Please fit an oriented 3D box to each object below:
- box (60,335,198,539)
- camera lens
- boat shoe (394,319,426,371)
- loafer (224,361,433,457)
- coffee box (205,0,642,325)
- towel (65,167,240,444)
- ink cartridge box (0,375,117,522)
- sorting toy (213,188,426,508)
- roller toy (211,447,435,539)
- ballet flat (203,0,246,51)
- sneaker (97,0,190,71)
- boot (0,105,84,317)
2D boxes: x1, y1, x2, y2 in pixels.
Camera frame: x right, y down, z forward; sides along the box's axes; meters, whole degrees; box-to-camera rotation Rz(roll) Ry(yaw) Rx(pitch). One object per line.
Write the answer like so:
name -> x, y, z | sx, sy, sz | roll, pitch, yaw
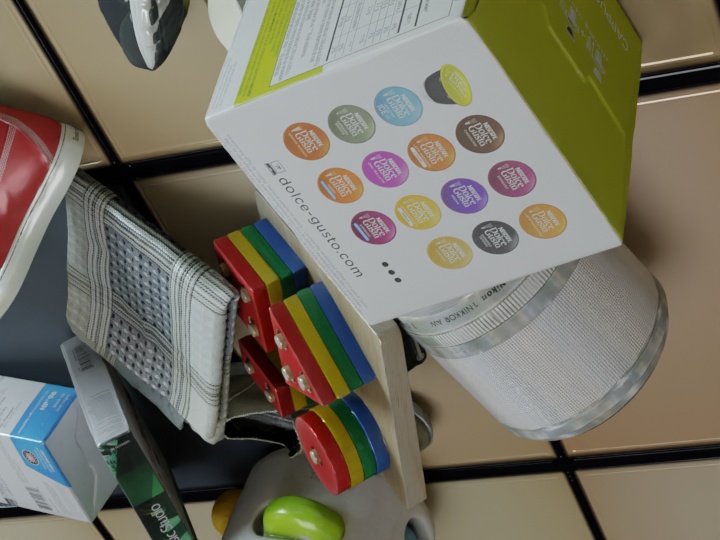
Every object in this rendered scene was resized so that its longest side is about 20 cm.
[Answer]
box -> -0.197, 0.167, 1.611 | 0.036, 0.145, 0.201 | -27, 130, -3
camera lens -> 0.117, 0.015, 1.343 | 0.159, 0.160, 0.200 | -25, 124, 35
boat shoe -> 0.000, 0.000, 1.438 | 0.060, 0.076, 0.201 | -25, 124, -12
loafer -> -0.037, 0.137, 1.582 | 0.199, 0.070, 0.075 | 9, 137, 7
coffee box -> 0.051, -0.123, 1.188 | 0.197, 0.201, 0.200 | -18, 128, 30
towel -> -0.177, 0.035, 1.480 | 0.192, 0.035, 0.201 | 36, 144, 23
ink cartridge box -> -0.327, 0.154, 1.669 | 0.199, 0.068, 0.116 | 7, 138, 30
sorting toy -> -0.036, 0.069, 1.419 | 0.069, 0.199, 0.201 | -26, 137, -16
roller toy -> -0.031, 0.250, 1.649 | 0.182, 0.140, 0.200 | 35, 144, -18
ballet flat -> -0.071, -0.162, 1.278 | 0.067, 0.073, 0.201 | -5, 134, 22
sneaker -> -0.174, -0.229, 1.249 | 0.084, 0.075, 0.201 | 5, 128, 20
boot -> -0.318, -0.046, 1.422 | 0.144, 0.072, 0.201 | 20, 109, -21
